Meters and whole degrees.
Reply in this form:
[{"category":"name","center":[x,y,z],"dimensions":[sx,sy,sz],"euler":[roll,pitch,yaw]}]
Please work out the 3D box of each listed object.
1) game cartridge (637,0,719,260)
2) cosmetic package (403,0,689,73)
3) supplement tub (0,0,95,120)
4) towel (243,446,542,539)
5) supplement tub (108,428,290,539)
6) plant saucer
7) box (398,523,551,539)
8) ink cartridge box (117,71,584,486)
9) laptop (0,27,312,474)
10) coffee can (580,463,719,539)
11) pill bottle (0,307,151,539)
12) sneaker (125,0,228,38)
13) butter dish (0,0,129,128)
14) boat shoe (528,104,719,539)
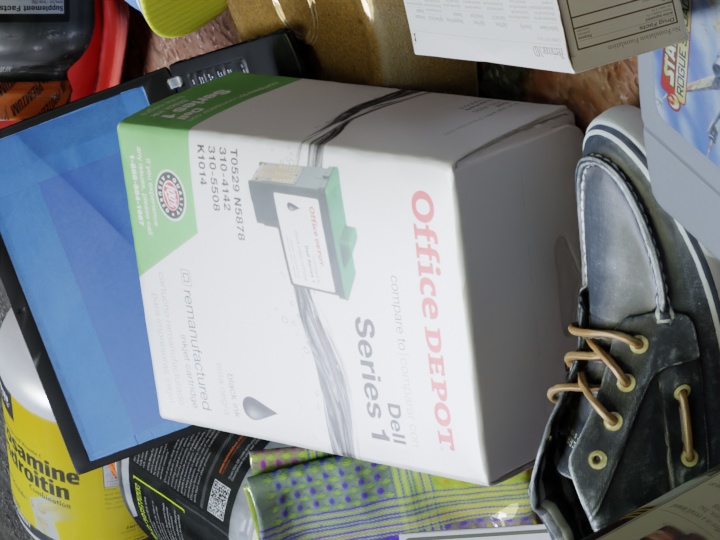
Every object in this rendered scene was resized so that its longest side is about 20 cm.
[{"category":"game cartridge","center":[0.150,-0.070,1.057],"dimensions":[0.133,0.041,0.201],"euler":[41,148,36]},{"category":"cosmetic package","center":[0.060,-0.122,1.123],"dimensions":[0.200,0.050,0.083],"euler":[-157,54,-73]},{"category":"supplement tub","center":[-0.194,-0.176,1.501],"dimensions":[0.122,0.122,0.201],"euler":[11,101,62]},{"category":"towel","center":[0.029,0.167,1.440],"dimensions":[0.023,0.143,0.201],"euler":[-85,-15,-62]},{"category":"supplement tub","center":[-0.049,0.107,1.549],"dimensions":[0.200,0.122,0.123],"euler":[26,137,55]},{"category":"plant saucer","center":[-0.018,-0.127,1.355],"dimensions":[0.200,0.035,0.201],"euler":[47,152,35]},{"category":"box","center":[0.080,0.213,1.317],"dimensions":[0.116,0.060,0.201],"euler":[-7,82,43]},{"category":"ink cartridge box","center":[0.000,0.000,1.291],"dimensions":[0.199,0.084,0.147],"euler":[8,113,42]},{"category":"laptop","center":[-0.085,-0.004,1.422],"dimensions":[0.200,0.103,0.178],"euler":[-7,106,61]},{"category":"coffee can","center":[0.140,0.147,1.086],"dimensions":[0.146,0.199,0.147],"euler":[47,151,36]},{"category":"pill bottle","center":[-0.155,0.071,1.753],"dimensions":[0.112,0.112,0.201],"euler":[47,152,34]},{"category":"sneaker","center":[-0.113,-0.209,1.429],"dimensions":[0.082,0.074,0.201],"euler":[43,148,45]},{"category":"butter dish","center":[-0.230,-0.145,1.648],"dimensions":[0.200,0.147,0.200],"euler":[56,156,20]},{"category":"boat shoe","center":[0.106,0.041,1.190],"dimensions":[0.071,0.091,0.201],"euler":[15,127,61]}]
